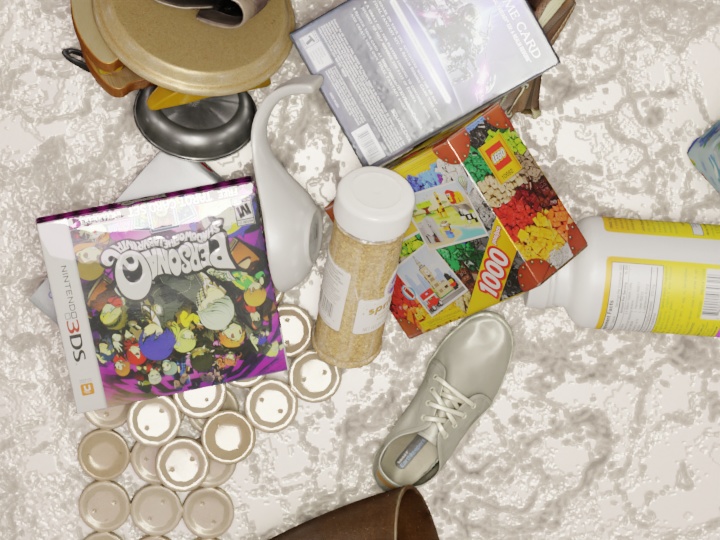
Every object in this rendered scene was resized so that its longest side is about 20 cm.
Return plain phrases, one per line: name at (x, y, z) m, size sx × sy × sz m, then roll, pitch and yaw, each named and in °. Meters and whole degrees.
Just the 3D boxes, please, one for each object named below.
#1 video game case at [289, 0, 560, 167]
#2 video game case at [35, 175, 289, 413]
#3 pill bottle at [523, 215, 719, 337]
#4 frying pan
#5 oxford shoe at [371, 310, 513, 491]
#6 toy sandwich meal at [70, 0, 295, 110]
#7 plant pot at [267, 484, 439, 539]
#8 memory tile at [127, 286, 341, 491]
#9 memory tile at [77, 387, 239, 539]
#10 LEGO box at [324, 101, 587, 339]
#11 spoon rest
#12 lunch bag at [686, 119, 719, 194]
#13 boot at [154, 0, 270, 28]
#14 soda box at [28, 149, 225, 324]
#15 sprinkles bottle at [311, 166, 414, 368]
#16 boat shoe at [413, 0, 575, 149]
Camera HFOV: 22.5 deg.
video game case at (0.057, -0.197, 1.614) m, size 0.200 × 0.019 × 0.143 m, roll -29°, pitch 94°, yaw 9°
video game case at (-0.177, 0.022, 1.637) m, size 0.200 × 0.036 × 0.182 m, roll -11°, pitch 104°, yaw -6°
pill bottle at (0.253, 0.004, 1.663) m, size 0.200 × 0.104 × 0.104 m, roll 5°, pitch 96°, yaw 0°
frying pan at (-0.174, -0.172, 1.665) m, size 0.115 × 0.031 × 0.190 m, roll -31°, pitch 65°, yaw -29°
oxford shoe at (0.080, 0.128, 1.699) m, size 0.075 × 0.058 × 0.200 m, roll 35°, pitch 93°, yaw -1°
toy sandwich meal at (-0.159, -0.221, 1.640) m, size 0.205 × 0.070 × 0.205 m, roll 8°, pitch 58°, yaw -13°
plant pot at (-0.034, 0.305, 1.670) m, size 0.200 × 0.187 × 0.187 m, roll -11°, pitch 96°, yaw 14°
memory tile at (-0.130, 0.098, 1.692) m, size 0.200 × 0.017 × 0.153 m, roll -34°, pitch 93°, yaw -6°
memory tile at (-0.193, 0.202, 1.724) m, size 0.153 × 0.017 × 0.200 m, roll 2°, pitch 96°, yaw -1°
LEGO box at (0.082, -0.040, 1.610) m, size 0.077 × 0.200 × 0.149 m, roll -37°, pitch 96°, yaw -36°
spoon rest at (-0.067, -0.078, 1.636) m, size 0.061 × 0.099 × 0.200 m, roll 7°, pitch 110°, yaw 12°
lunch bag at (0.404, -0.070, 1.622) m, size 0.200 × 0.170 × 0.127 m, roll 43°, pitch 92°, yaw -4°
boot at (-0.086, -0.260, 1.587) m, size 0.200 × 0.146 × 0.070 m, roll 9°, pitch 130°, yaw 11°
soda box at (-0.214, -0.028, 1.677) m, size 0.068 × 0.063 × 0.200 m, roll 42°, pitch 94°, yaw -5°
sprinkles bottle at (0.000, 0.000, 1.610) m, size 0.068 × 0.068 × 0.200 m, roll 10°, pitch 136°, yaw -1°
boat shoe at (0.137, -0.169, 1.667) m, size 0.075 × 0.075 × 0.202 m, roll 37°, pitch 102°, yaw -16°
